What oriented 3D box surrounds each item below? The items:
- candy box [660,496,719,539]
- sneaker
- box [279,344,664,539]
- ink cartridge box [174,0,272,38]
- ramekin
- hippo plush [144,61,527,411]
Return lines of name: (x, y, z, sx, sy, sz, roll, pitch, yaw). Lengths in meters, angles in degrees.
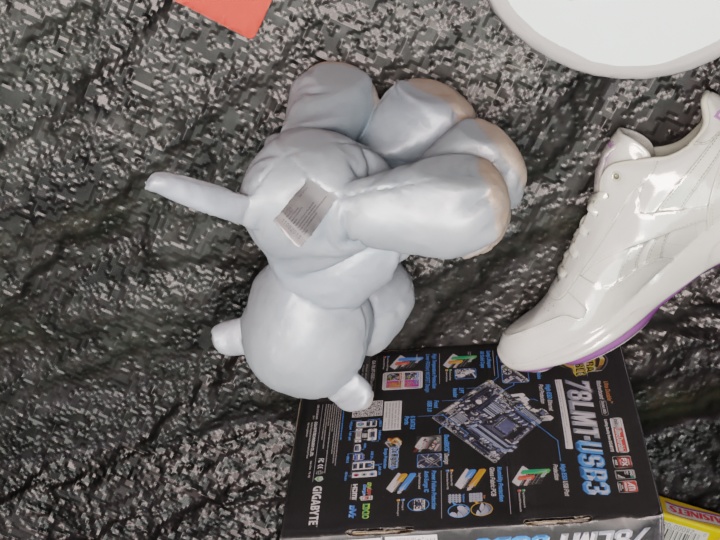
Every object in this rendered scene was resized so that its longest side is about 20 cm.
candy box: (0.234, 0.208, 0.972, 0.197, 0.027, 0.103, 17, 118, -5)
sneaker: (0.150, -0.021, 0.859, 0.199, 0.075, 0.100, -38, 93, 15)
box: (0.060, 0.106, 0.840, 0.195, 0.201, 0.050, -3, 115, 3)
ink cartridge box: (-0.084, -0.237, 0.776, 0.161, 0.057, 0.202, 25, 109, -9)
ramekin: (0.137, -0.196, 0.755, 0.197, 0.098, 0.203, 1, 114, 2)
hippo plush: (0.000, 0.000, 0.812, 0.158, 0.200, 0.163, 19, 125, 18)
